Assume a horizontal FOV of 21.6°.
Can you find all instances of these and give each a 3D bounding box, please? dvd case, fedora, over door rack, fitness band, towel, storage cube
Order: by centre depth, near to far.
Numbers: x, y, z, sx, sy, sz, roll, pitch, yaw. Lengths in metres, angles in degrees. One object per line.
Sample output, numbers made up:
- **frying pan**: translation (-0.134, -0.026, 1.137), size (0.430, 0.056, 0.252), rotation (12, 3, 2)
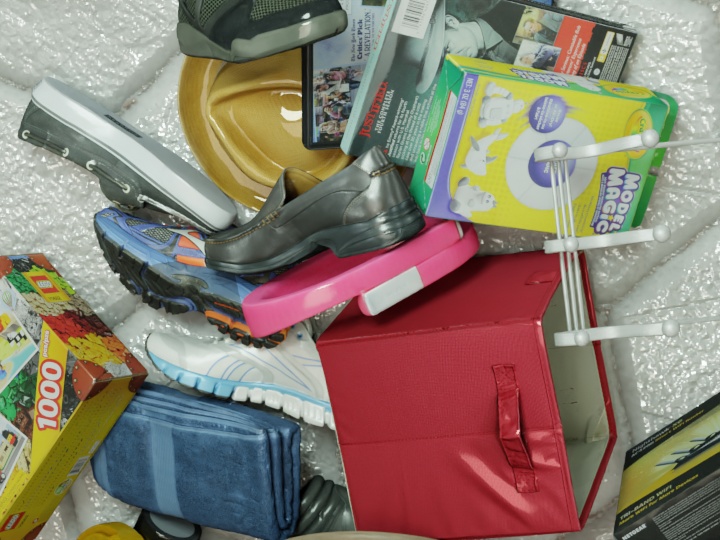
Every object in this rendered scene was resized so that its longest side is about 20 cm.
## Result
- **over door rack**: translation (0.225, -0.028, 1.379), size (0.198, 0.066, 0.149), rotation (-6, 90, -28)
- **dvd case**: translation (0.097, -0.137, 1.420), size (0.198, 0.022, 0.147), rotation (9, 112, -23)
- **dvd case**: translation (0.051, -0.168, 1.423), size (0.198, 0.018, 0.144), rotation (-5, 109, -17)
- **fitness band**: translation (0.000, 0.000, 1.444), size (0.143, 0.199, 0.038), rotation (-5, 108, 53)
- **storage cube**: translation (0.086, 0.094, 1.456), size (0.178, 0.200, 0.173), rotation (-6, 107, 20)
- **fedora**: translation (-0.056, -0.119, 1.474), size (0.198, 0.082, 0.203), rotation (4, 108, 11)
- **towel**: translation (-0.142, 0.158, 1.571), size (0.198, 0.048, 0.113), rotation (10, 112, 29)

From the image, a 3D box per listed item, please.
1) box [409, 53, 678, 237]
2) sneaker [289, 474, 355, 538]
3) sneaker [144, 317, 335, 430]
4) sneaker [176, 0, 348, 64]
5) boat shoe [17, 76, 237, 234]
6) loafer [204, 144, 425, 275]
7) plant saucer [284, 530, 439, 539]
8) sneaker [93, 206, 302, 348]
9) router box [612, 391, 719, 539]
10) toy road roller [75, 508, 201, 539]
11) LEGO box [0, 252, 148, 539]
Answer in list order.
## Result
- **box**: translation (0.145, -0.088, 1.422), size (0.198, 0.048, 0.118), rotation (5, 113, -23)
- **sneaker**: translation (-0.054, 0.259, 1.608), size (0.099, 0.071, 0.201), rotation (34, 105, 2)
- **sneaker**: translation (-0.078, 0.067, 1.556), size (0.198, 0.075, 0.088), rotation (13, 99, 3)
- **sneaker**: translation (-0.082, -0.211, 1.363), size (0.076, 0.199, 0.115), rotation (-18, 108, -25)
- **boat shoe**: translation (-0.188, -0.081, 1.519), size (0.199, 0.069, 0.057), rotation (34, 101, 12)
- **loafer**: translation (-0.043, -0.044, 1.431), size (0.199, 0.073, 0.073), rotation (-13, 100, 34)
- **plant saucer**: translation (0.013, 0.249, 1.481), size (0.198, 0.200, 0.030), rotation (-2, 64, 13)
- **sneaker**: translation (-0.131, -0.005, 1.541), size (0.199, 0.079, 0.076), rotation (25, 150, 17)
- **router box**: translation (0.291, 0.138, 1.445), size (0.199, 0.157, 0.052), rotation (-36, 98, 19)
- **toy road roller**: translation (-0.179, 0.298, 1.579), size (0.200, 0.145, 0.124), rotation (42, 115, 30)
- **LEGO box**: translation (-0.292, 0.110, 1.578), size (0.149, 0.077, 0.201), rotation (44, 113, 20)
